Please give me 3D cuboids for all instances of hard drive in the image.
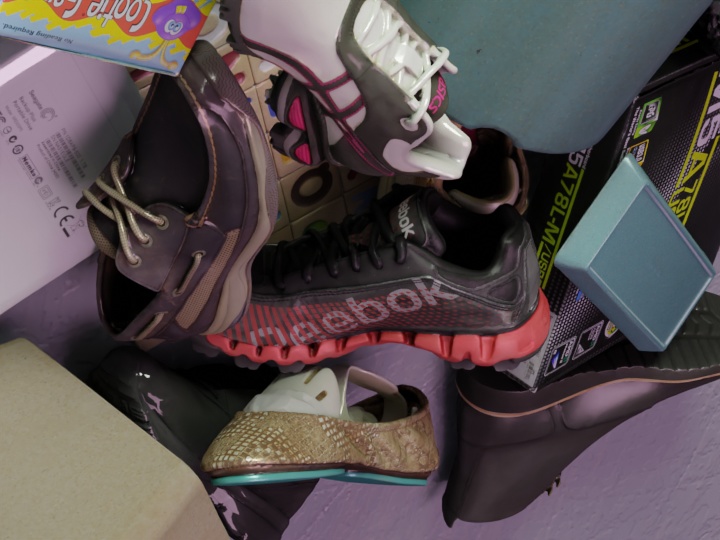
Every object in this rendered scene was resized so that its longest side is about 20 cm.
[{"bbox_3d":[-0.188,-0.029,1.034,0.200,0.027,0.132,-34,140,-7],"label":"hard drive"}]

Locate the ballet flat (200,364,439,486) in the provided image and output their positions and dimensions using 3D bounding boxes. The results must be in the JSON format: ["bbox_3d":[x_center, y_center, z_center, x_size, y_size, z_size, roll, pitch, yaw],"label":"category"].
[{"bbox_3d":[-0.021,0.082,1.176,0.200,0.070,0.065,10,80,-63],"label":"ballet flat"}]

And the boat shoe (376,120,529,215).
[{"bbox_3d":[0.053,-0.049,1.180,0.074,0.066,0.200,-34,141,-23],"label":"boat shoe"}]

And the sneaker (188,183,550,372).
[{"bbox_3d":[0.000,0.000,1.135,0.200,0.071,0.098,0,131,-3],"label":"sneaker"}]

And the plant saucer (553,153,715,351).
[{"bbox_3d":[0.157,-0.003,1.223,0.070,0.019,0.200,-55,156,-1],"label":"plant saucer"}]

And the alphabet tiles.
[{"bbox_3d":[-0.062,-0.063,1.127,0.167,0.008,0.200,-29,139,-15],"label":"alphabet tiles"}]

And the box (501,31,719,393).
[{"bbox_3d":[0.161,-0.049,1.248,0.193,0.047,0.200,-23,138,-46],"label":"box"}]

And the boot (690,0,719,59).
[{"bbox_3d":[0.247,-0.169,1.139,0.076,0.200,0.168,-44,160,-84],"label":"boot"}]

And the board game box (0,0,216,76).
[{"bbox_3d":[-0.092,-0.197,0.907,0.103,0.105,0.200,9,119,-43],"label":"board game box"}]

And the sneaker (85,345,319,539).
[{"bbox_3d":[-0.078,0.080,1.203,0.091,0.076,0.200,-49,148,-6],"label":"sneaker"}]

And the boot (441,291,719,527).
[{"bbox_3d":[0.143,0.087,1.384,0.200,0.078,0.138,-7,134,-18],"label":"boot"}]

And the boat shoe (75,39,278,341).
[{"bbox_3d":[-0.088,-0.023,1.024,0.073,0.075,0.200,-25,150,-23],"label":"boat shoe"}]

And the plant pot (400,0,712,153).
[{"bbox_3d":[0.098,-0.173,1.027,0.200,0.200,0.196,2,131,-40],"label":"plant pot"}]

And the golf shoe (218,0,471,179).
[{"bbox_3d":[-0.001,-0.102,0.936,0.077,0.088,0.200,-64,162,-16],"label":"golf shoe"}]

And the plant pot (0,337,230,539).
[{"bbox_3d":[-0.170,0.156,1.096,0.177,0.200,0.200,-46,148,-19],"label":"plant pot"}]
